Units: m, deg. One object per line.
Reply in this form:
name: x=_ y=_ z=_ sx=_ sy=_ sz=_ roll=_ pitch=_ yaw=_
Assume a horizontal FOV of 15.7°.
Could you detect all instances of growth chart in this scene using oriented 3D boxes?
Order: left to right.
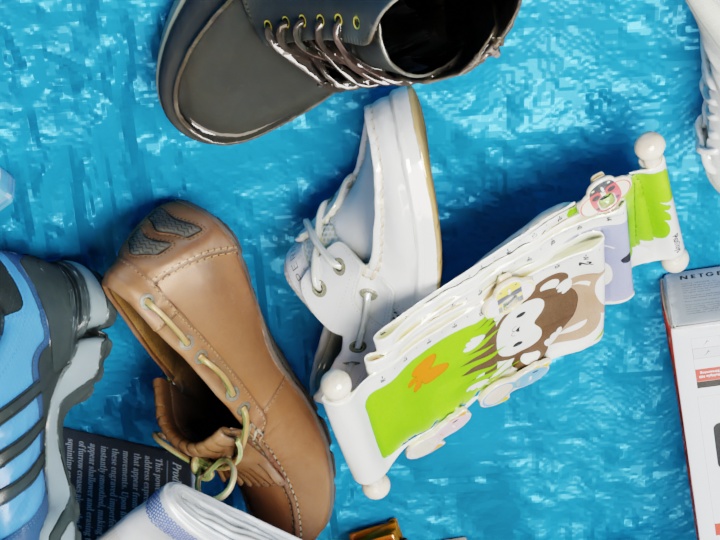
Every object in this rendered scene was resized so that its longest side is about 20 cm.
growth chart: x=0.067 y=0.025 z=1.180 sx=0.200 sy=0.018 sz=0.145 roll=-36 pitch=152 yaw=0

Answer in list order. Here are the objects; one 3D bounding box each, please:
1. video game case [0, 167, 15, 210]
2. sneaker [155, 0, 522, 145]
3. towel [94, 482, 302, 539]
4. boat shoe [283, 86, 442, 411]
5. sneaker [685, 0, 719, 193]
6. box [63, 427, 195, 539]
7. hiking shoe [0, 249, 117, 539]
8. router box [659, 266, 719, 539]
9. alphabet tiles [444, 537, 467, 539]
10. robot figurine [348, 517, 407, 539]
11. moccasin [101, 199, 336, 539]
video game case: x=-0.273 y=-0.053 z=1.148 sx=0.143 sy=0.018 sz=0.200 roll=-33 pitch=128 yaw=26
sneaker: x=-0.015 y=-0.097 z=1.054 sx=0.075 sy=0.106 sz=0.200 roll=30 pitch=126 yaw=-28
towel: x=-0.091 y=0.182 z=1.237 sx=0.147 sy=0.024 sz=0.200 roll=30 pitch=126 yaw=-27
boat shoe: x=0.000 y=0.000 z=1.177 sx=0.069 sy=0.071 sz=0.200 roll=-1 pitch=136 yaw=-2
sneaker: x=0.174 y=-0.070 z=1.121 sx=0.081 sy=0.075 sz=0.200 roll=-17 pitch=133 yaw=26
box: x=-0.196 y=0.155 z=1.296 sx=0.199 sy=0.107 sz=0.149 roll=14 pitch=132 yaw=-16
hiking shoe: x=-0.173 y=0.085 z=1.173 sx=0.087 sy=0.201 sz=0.074 roll=20 pitch=160 yaw=-40
router box: x=0.253 y=0.075 z=1.250 sx=0.199 sy=0.049 sz=0.180 roll=-8 pitch=121 yaw=5
alphabet tiles: x=0.026 y=0.218 z=1.440 sx=0.167 sy=0.008 sz=0.200 roll=-9 pitch=135 yaw=6
robot figurine: x=0.001 y=0.238 z=1.366 sx=0.145 sy=0.058 sz=0.200 roll=-16 pitch=102 yaw=10
moccasin: x=-0.067 y=0.062 z=1.218 sx=0.078 sy=0.074 sz=0.202 roll=-43 pitch=139 yaw=-22
